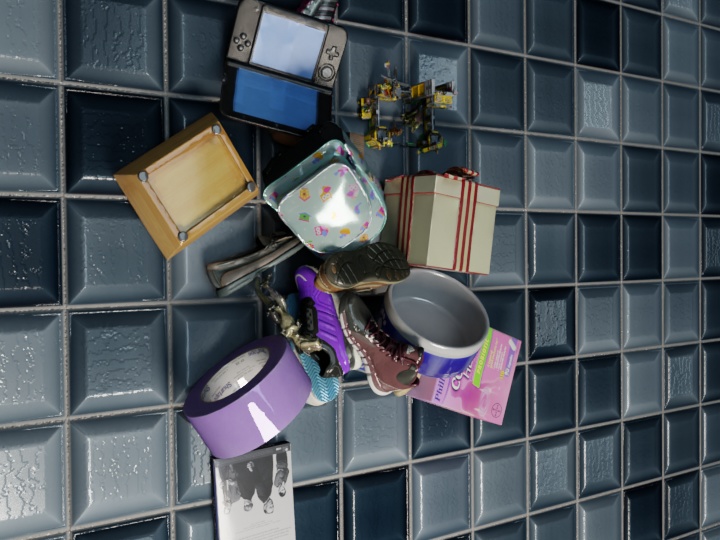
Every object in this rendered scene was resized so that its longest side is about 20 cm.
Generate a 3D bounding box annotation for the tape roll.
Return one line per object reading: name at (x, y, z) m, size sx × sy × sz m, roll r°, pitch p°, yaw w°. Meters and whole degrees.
tape roll at (-0.181, 0.200, 1.203) m, size 0.199 × 0.198 × 0.086 m, roll -41°, pitch 111°, yaw -25°

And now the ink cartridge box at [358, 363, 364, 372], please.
ink cartridge box at (0.031, 0.153, 1.429) m, size 0.197 × 0.044 × 0.096 m, roll 23°, pitch 77°, yaw -30°

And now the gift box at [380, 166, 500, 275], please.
gift box at (0.139, -0.098, 1.393) m, size 0.197 × 0.183 × 0.192 m, roll 9°, pitch 88°, yaw -39°

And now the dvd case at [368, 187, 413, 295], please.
dvd case at (0.073, -0.064, 1.468) m, size 0.140 × 0.017 × 0.206 m, roll -11°, pitch 96°, yaw -31°

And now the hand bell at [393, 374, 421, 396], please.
hand bell at (0.018, 0.129, 1.357) m, size 0.198 × 0.104 × 0.105 m, roll 37°, pitch 72°, yaw -14°

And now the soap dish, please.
soap dish at (-0.272, -0.140, 1.210) m, size 0.199 × 0.081 × 0.159 m, roll -39°, pitch 110°, yaw -25°

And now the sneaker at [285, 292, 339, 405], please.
sneaker at (-0.102, 0.141, 1.329) m, size 0.075 × 0.081 × 0.205 m, roll -8°, pitch 76°, yaw -31°

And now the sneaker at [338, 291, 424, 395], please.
sneaker at (0.047, 0.116, 1.244) m, size 0.203 × 0.113 × 0.076 m, roll 64°, pitch 37°, yaw -25°

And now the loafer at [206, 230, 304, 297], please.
loafer at (-0.174, -0.030, 1.283) m, size 0.198 × 0.071 × 0.064 m, roll -35°, pitch 101°, yaw -27°

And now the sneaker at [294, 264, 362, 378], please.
sneaker at (-0.077, 0.091, 1.273) m, size 0.098 × 0.069 × 0.203 m, roll -23°, pitch 82°, yaw -33°

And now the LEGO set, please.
LEGO set at (0.104, -0.300, 1.425) m, size 0.196 × 0.115 × 0.158 m, roll 7°, pitch 87°, yaw -32°

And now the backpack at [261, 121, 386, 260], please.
backpack at (-0.049, -0.117, 1.251) m, size 0.174 × 0.155 × 0.200 m, roll -34°, pitch 128°, yaw 11°

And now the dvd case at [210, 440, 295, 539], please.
dvd case at (-0.185, 0.414, 1.306) m, size 0.147 × 0.025 × 0.206 m, roll -4°, pitch 94°, yaw -33°

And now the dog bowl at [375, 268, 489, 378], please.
dog bowl at (0.129, 0.092, 1.346) m, size 0.196 × 0.202 × 0.080 m, roll -4°, pitch 136°, yaw -32°

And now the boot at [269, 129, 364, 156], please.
boot at (-0.079, -0.179, 1.347) m, size 0.197 × 0.076 × 0.160 m, roll 5°, pitch 92°, yaw -39°

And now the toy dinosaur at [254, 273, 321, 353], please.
toy dinosaur at (-0.138, 0.060, 1.227) m, size 0.047 × 0.200 × 0.089 m, roll -35°, pitch 147°, yaw -10°

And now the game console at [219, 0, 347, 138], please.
game console at (-0.125, -0.336, 1.251) m, size 0.195 × 0.120 × 0.175 m, roll 11°, pitch 118°, yaw -19°

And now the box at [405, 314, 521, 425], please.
box at (0.210, 0.196, 1.514) m, size 0.197 × 0.096 × 0.180 m, roll 22°, pitch 79°, yaw -30°

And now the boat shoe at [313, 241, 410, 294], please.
boat shoe at (0.000, 0.000, 1.279) m, size 0.197 × 0.073 × 0.077 m, roll -3°, pitch 70°, yaw -44°

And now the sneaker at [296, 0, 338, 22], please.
sneaker at (-0.072, -0.444, 1.340) m, size 0.087 × 0.073 × 0.202 m, roll 42°, pitch 74°, yaw -25°
